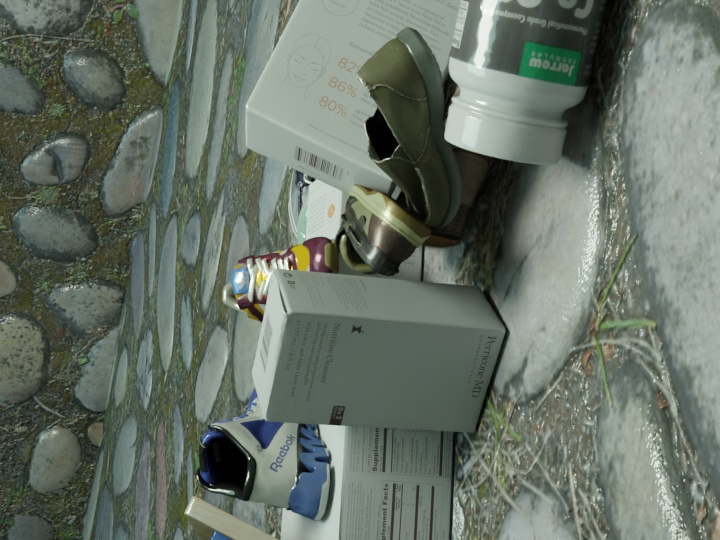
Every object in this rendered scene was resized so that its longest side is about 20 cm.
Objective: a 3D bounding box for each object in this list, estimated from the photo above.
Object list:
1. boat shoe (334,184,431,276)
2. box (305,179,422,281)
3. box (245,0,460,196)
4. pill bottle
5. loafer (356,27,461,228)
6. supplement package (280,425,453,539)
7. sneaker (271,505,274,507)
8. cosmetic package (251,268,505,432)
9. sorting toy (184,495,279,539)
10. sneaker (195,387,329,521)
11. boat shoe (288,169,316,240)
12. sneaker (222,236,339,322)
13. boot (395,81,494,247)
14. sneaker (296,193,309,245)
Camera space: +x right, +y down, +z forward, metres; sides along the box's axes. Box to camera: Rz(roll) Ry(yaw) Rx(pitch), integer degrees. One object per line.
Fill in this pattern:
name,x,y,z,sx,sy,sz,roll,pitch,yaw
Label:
boat shoe,0.007,-0.031,1.145,0.065,0.073,0.200,-50,6,-4
box,0.000,0.000,1.370,0.124,0.096,0.203,154,121,-69
box,0.001,-0.185,1.214,0.202,0.151,0.106,-64,-2,-14
pill bottle,0.130,-0.191,1.003,0.113,0.112,0.203,-133,52,-68
loafer,0.035,-0.110,1.082,0.201,0.069,0.075,75,168,-45
supplement package,0.002,0.206,1.266,0.200,0.109,0.158,151,124,-69
sneaker,-0.062,0.237,1.523,0.200,0.076,0.086,155,125,-69
cosmetic package,0.014,0.071,1.133,0.081,0.197,0.114,-113,31,-59
sorting toy,-0.085,0.311,1.268,0.070,0.198,0.199,-62,-6,-18
sneaker,-0.101,0.159,1.241,0.200,0.114,0.081,-119,42,-63
boat shoe,-0.052,-0.131,1.591,0.093,0.074,0.203,88,-176,-75
sneaker,-0.083,0.014,1.316,0.200,0.089,0.076,137,137,-64
boot,0.078,-0.102,1.230,0.200,0.069,0.148,179,104,-71
sneaker,-0.036,0.011,1.515,0.118,0.073,0.203,-106,18,-64
